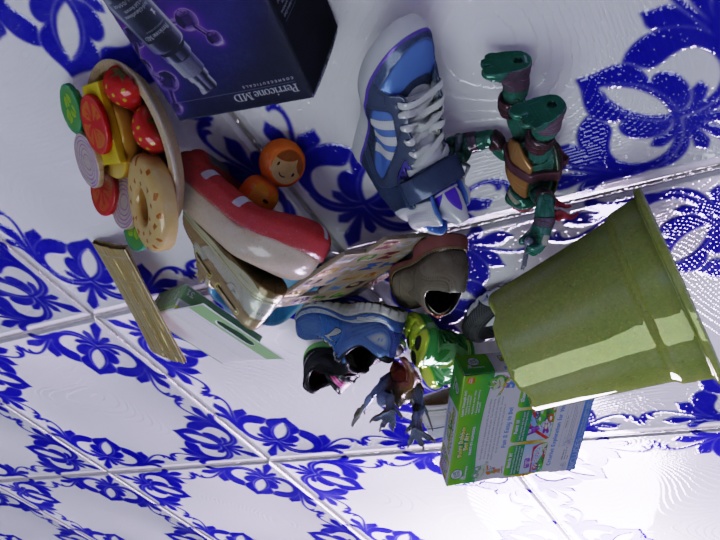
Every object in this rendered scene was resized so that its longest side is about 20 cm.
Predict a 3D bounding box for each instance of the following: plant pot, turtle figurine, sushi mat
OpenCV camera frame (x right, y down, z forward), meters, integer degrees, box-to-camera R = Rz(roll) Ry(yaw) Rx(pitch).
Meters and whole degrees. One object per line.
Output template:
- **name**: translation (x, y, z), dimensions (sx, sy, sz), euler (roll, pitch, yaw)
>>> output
- **plant pot**: translation (0.236, 0.049, 0.762), dimensions (0.182, 0.202, 0.201), euler (-25, 130, 21)
- **turtle figurine**: translation (0.149, -0.102, 0.727), dimensions (0.150, 0.100, 0.201), euler (45, 159, 31)
- **sushi mat**: translation (-0.312, 0.046, 1.069), dimensions (0.095, 0.012, 0.202), euler (11, 132, 41)

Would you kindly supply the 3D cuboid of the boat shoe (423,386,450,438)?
- **boat shoe**: translation (0.168, 0.180, 1.096), dimensions (0.198, 0.071, 0.070), euler (-25, 104, 31)

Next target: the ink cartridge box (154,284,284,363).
- **ink cartridge box**: translation (-0.200, 0.076, 1.069), dimensions (0.145, 0.048, 0.199), euler (38, 151, -26)

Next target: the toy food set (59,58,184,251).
- **toy food set**: translation (-0.250, -0.118, 0.797), dimensions (0.196, 0.048, 0.203), euler (5, 113, 50)

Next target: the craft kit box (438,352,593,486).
- **craft kit box**: translation (0.212, 0.197, 1.017), dimensions (0.194, 0.049, 0.203), euler (-5, 123, -14)

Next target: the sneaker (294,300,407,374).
- **sneaker**: translation (-0.024, 0.088, 0.994), dimensions (0.078, 0.091, 0.198), euler (16, 168, -38)

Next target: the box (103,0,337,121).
- **box**: translation (-0.124, -0.243, 0.632), dimensions (0.146, 0.105, 0.201), euler (-5, 138, 23)

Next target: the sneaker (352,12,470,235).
- **sneaker**: translation (0.064, -0.117, 0.693), dimensions (0.147, 0.080, 0.201), euler (50, 155, 18)

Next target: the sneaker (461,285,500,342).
- **sneaker**: translation (0.197, 0.062, 0.916), dimensions (0.066, 0.092, 0.199), euler (36, 138, -27)

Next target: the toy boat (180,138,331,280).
- **toy boat**: translation (-0.107, -0.083, 0.820), dimensions (0.199, 0.131, 0.130), euler (39, -176, 24)

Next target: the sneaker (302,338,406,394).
- **sneaker**: translation (-0.010, 0.134, 1.083), dimensions (0.076, 0.085, 0.199), euler (36, 138, -27)

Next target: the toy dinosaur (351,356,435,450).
- **toy dinosaur**: translation (0.066, 0.155, 1.005), dimensions (0.103, 0.182, 0.202), euler (19, 120, -6)

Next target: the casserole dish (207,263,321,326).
- **casserole dish**: translation (-0.124, 0.007, 1.000), dimensions (0.120, 0.039, 0.200), euler (28, 140, -16)

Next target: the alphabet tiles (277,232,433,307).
- **alphabet tiles**: translation (0.000, 0.000, 0.890), dimensions (0.166, 0.008, 0.199), euler (-7, 163, -44)

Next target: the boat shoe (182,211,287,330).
- **boat shoe**: translation (-0.163, -0.007, 0.885), dimensions (0.073, 0.200, 0.067), euler (14, 113, -45)

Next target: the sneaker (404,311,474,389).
- **sneaker**: translation (0.107, 0.100, 1.008), dimensions (0.082, 0.075, 0.200), euler (-18, 155, 8)

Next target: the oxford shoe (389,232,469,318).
- **oxford shoe**: translation (0.077, 0.023, 0.892), dimensions (0.069, 0.076, 0.200), euler (-3, 162, -10)
